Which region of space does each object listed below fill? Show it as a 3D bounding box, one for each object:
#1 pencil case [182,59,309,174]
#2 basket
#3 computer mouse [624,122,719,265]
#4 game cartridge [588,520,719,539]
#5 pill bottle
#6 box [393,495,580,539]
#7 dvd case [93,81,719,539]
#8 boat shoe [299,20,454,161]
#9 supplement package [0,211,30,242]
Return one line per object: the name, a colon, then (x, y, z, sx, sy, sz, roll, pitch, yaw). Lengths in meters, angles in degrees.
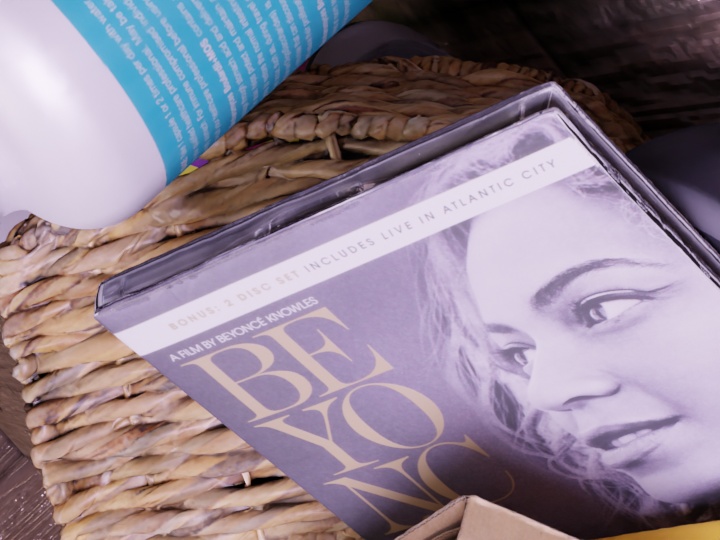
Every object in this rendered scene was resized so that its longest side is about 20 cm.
pencil case: (-0.057, -0.052, 1.030, 0.088, 0.088, 0.200, 44, 166, 12)
basket: (0.000, 0.000, 0.811, 0.149, 0.200, 0.143, -49, -53, -66)
computer mouse: (0.147, 0.016, 0.703, 0.200, 0.053, 0.138, 40, 168, -25)
game cartridge: (0.161, 0.127, 0.727, 0.176, 0.032, 0.200, -13, 141, 36)
pill bottle: (-0.065, -0.088, 0.712, 0.111, 0.200, 0.111, 43, 165, 15)
box: (0.077, 0.132, 0.721, 0.200, 0.021, 0.163, 25, 146, -16)
dvd case: (0.047, 0.039, 0.688, 0.149, 0.016, 0.200, -23, 131, 31)
boat shoe: (0.017, -0.032, 0.913, 0.086, 0.075, 0.202, 40, 174, 40)
supplement package: (-0.211, -0.107, 1.066, 0.200, 0.191, 0.147, 44, 176, 14)
